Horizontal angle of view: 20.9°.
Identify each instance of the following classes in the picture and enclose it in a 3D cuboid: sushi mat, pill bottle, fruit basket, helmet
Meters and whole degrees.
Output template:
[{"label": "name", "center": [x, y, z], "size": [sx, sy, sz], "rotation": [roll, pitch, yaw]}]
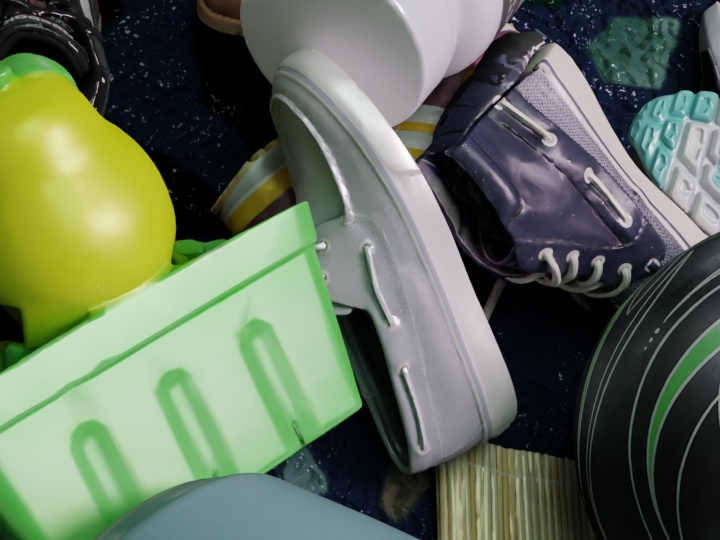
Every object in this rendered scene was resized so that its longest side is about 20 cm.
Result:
[{"label": "sushi mat", "center": [0.081, 0.172, 0.885], "size": [0.096, 0.012, 0.200], "rotation": [11, 56, -18]}, {"label": "pill bottle", "center": [0.034, -0.163, 0.933], "size": [0.114, 0.114, 0.200], "rotation": [35, 52, 2]}, {"label": "fruit basket", "center": [-0.120, 0.018, 0.815], "size": [0.215, 0.155, 0.216], "rotation": [10, 68, -26]}, {"label": "helmet", "center": [0.194, 0.070, 0.877], "size": [0.200, 0.200, 0.191], "rotation": [-9, 84, -25]}]

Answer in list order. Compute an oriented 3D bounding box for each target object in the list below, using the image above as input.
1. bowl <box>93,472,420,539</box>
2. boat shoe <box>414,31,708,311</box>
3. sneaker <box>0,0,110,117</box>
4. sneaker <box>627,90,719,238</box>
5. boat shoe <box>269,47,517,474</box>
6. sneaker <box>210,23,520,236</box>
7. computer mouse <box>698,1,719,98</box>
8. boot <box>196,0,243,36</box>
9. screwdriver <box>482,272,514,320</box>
[{"label": "bowl", "center": [-0.056, 0.156, 0.747], "size": [0.201, 0.201, 0.105], "rotation": [-32, 60, -33]}, {"label": "boat shoe", "center": [0.103, -0.011, 0.950], "size": [0.200, 0.075, 0.093], "rotation": [51, 56, -13]}, {"label": "sneaker", "center": [-0.153, -0.106, 0.918], "size": [0.071, 0.098, 0.201], "rotation": [8, 56, -14]}, {"label": "sneaker", "center": [0.216, -0.021, 1.011], "size": [0.200, 0.091, 0.078], "rotation": [31, 74, -10]}, {"label": "boat shoe", "center": [0.000, 0.000, 0.881], "size": [0.068, 0.072, 0.200], "rotation": [-32, 112, -19]}, {"label": "sneaker", "center": [0.022, -0.049, 0.972], "size": [0.200, 0.075, 0.090], "rotation": [-35, 85, -28]}, {"label": "computer mouse", "center": [0.230, -0.123, 1.108], "size": [0.109, 0.044, 0.200], "rotation": [13, 56, -15]}, {"label": "boot", "center": [-0.017, -0.221, 0.996], "size": [0.077, 0.155, 0.200], "rotation": [29, 50, 22]}, {"label": "screwdriver", "center": [0.065, 0.016, 0.968], "size": [0.028, 0.029, 0.200], "rotation": [29, 53, -2]}]
